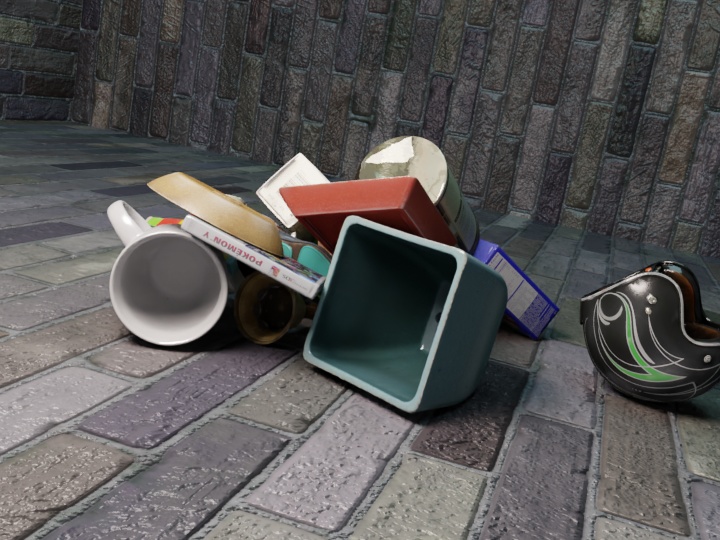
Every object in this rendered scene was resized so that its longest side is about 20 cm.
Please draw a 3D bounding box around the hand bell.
[{"bbox_3d":[-0.086,0.060,1.199,0.104,0.105,0.200,17,2,29],"label":"hand bell"}]

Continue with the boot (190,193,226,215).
[{"bbox_3d":[-0.256,-0.065,1.407,0.072,0.145,0.200,39,-9,-40],"label":"boot"}]

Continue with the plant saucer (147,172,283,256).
[{"bbox_3d":[-0.181,-0.080,1.066,0.200,0.036,0.200,29,2,-1],"label":"plant saucer"}]

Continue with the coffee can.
[{"bbox_3d":[0.091,-0.094,1.256,0.146,0.147,0.200,17,-16,28],"label":"coffee can"}]

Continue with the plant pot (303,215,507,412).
[{"bbox_3d":[0.081,0.062,1.054,0.195,0.197,0.200,20,3,39],"label":"plant pot"}]

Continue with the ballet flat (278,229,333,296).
[{"bbox_3d":[-0.085,-0.017,1.235,0.199,0.073,0.073,25,19,33],"label":"ballet flat"}]

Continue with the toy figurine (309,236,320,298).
[{"bbox_3d":[0.007,0.002,1.435,0.200,0.150,0.184,34,4,3],"label":"toy figurine"}]

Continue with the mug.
[{"bbox_3d":[-0.267,-0.011,1.091,0.200,0.147,0.175,51,0,-13],"label":"mug"}]

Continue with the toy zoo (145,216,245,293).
[{"bbox_3d":[-0.249,-0.023,1.250,0.200,0.131,0.020,7,48,49],"label":"toy zoo"}]

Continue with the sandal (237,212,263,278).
[{"bbox_3d":[-0.164,-0.007,1.222,0.075,0.201,0.048,41,54,17],"label":"sandal"}]

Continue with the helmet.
[{"bbox_3d":[0.426,0.094,1.157,0.199,0.191,0.200,-24,-6,-3],"label":"helmet"}]

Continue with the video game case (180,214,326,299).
[{"bbox_3d":[-0.131,-0.019,1.062,0.182,0.023,0.200,28,2,0],"label":"video game case"}]

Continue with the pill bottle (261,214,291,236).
[{"bbox_3d":[-0.165,-0.027,1.403,0.112,0.113,0.200,5,13,-23],"label":"pill bottle"}]

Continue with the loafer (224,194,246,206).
[{"bbox_3d":[-0.223,-0.087,1.259,0.075,0.069,0.200,5,-13,-19],"label":"loafer"}]

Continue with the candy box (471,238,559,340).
[{"bbox_3d":[0.219,0.018,1.397,0.200,0.077,0.169,41,-6,-32],"label":"candy box"}]

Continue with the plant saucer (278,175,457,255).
[{"bbox_3d":[0.013,-0.060,1.122,0.199,0.037,0.200,-2,-25,23],"label":"plant saucer"}]

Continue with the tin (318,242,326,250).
[{"bbox_3d":[0.000,0.000,1.277,0.111,0.201,0.042,-6,-22,-29],"label":"tin"}]

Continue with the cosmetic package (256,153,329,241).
[{"bbox_3d":[-0.091,-0.106,1.364,0.087,0.103,0.200,46,-4,15],"label":"cosmetic package"}]

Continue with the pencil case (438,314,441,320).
[{"bbox_3d":[0.134,0.073,1.271,0.090,0.083,0.200,-27,8,11],"label":"pencil case"}]
